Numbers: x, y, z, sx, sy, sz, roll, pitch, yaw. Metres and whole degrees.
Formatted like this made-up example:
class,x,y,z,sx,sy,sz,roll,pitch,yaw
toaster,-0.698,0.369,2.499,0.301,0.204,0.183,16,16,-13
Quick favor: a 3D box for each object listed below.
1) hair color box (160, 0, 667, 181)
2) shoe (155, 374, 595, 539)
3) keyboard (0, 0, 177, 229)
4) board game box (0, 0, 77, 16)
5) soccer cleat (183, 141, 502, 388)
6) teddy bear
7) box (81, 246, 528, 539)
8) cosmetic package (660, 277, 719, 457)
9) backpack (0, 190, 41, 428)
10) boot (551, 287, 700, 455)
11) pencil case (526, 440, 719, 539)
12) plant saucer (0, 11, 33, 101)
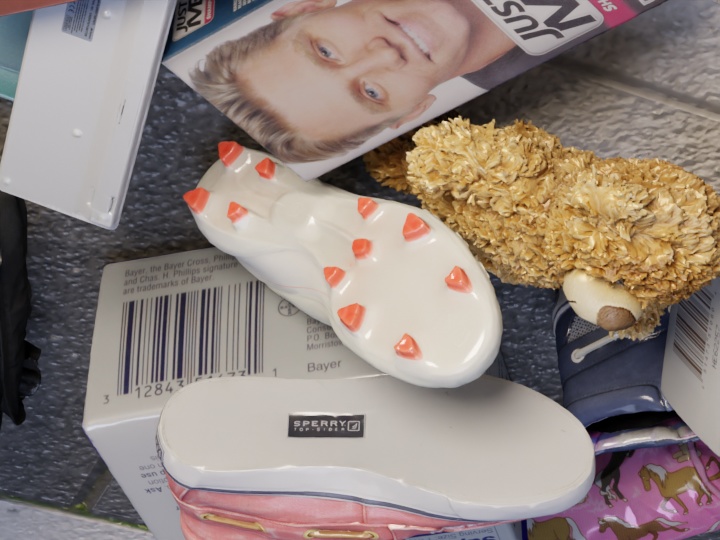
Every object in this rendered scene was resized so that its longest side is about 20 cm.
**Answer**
class,x,y,z,sx,sy,sz,roll,pitch,yaw
hair color box,0.025,-0.120,0.849,0.200,0.061,0.100,-25,135,30
shoe,0.008,0.100,0.961,0.199,0.072,0.091,3,141,5
keyboard,-0.106,-0.102,0.841,0.056,0.011,0.200,23,126,5
board game box,-0.093,-0.157,0.783,0.199,0.019,0.103,-8,119,24
soccer cleat,0.000,0.000,0.932,0.069,0.200,0.078,-53,138,-6
teddy bear,0.076,-0.019,0.909,0.200,0.067,0.145,27,162,37
box,-0.021,0.079,1.070,0.183,0.105,0.200,-9,141,11
cosmetic package,0.244,0.019,0.952,0.199,0.074,0.102,-5,117,-16
backpack,-0.227,0.033,0.974,0.126,0.167,0.200,19,135,4
boot,0.193,0.035,1.022,0.199,0.091,0.073,-15,140,19
pencil case,0.127,0.131,1.153,0.200,0.087,0.083,-27,123,32
plant saucer,-0.122,-0.140,0.860,0.070,0.019,0.200,19,140,-22
